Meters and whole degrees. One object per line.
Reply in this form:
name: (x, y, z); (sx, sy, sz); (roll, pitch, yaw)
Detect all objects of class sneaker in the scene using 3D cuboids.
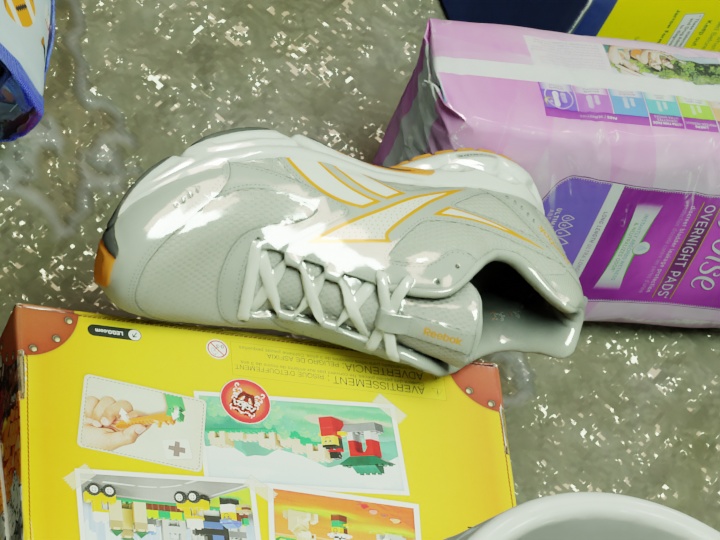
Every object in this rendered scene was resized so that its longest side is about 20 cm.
sneaker: (0.000, 0.000, 1.041); (0.200, 0.076, 0.092); (-4, 38, -29)

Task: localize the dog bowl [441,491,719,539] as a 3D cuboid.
dog bowl: (0.087, 0.164, 0.921); (0.200, 0.059, 0.200); (15, 52, -20)

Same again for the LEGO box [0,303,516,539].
LEGO box: (-0.042, 0.104, 1.035); (0.199, 0.077, 0.149); (8, 53, -18)

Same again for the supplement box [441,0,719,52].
supplement box: (0.151, -0.139, 1.281); (0.200, 0.110, 0.109); (-6, 58, -28)

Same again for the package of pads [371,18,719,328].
package of pads: (0.103, -0.037, 1.176); (0.199, 0.121, 0.076); (5, 48, -20)

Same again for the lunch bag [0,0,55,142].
lunch bag: (-0.213, -0.154, 1.131); (0.200, 0.124, 0.170); (21, 49, -26)
